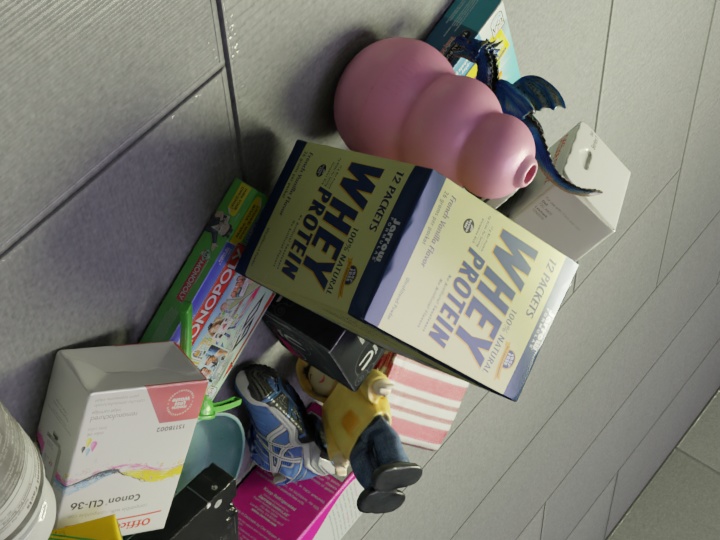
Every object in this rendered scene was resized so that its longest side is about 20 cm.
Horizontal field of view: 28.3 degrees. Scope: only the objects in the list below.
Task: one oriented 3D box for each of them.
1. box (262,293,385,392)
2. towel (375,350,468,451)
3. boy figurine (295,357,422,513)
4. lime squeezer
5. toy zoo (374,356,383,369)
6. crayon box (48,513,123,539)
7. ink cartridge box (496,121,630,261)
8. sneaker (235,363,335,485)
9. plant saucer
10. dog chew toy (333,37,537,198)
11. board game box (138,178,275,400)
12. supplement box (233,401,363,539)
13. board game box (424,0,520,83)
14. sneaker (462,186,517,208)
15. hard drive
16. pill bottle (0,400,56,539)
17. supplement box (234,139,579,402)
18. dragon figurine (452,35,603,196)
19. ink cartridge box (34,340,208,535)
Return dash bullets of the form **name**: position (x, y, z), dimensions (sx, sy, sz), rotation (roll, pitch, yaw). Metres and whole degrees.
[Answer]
- **box**: position (0.000, 0.000, 1.435), dimensions (0.200, 0.106, 0.122), rotation (-54, 155, -13)
- **towel**: position (0.075, 0.098, 1.574), dimensions (0.146, 0.030, 0.200), rotation (23, 90, -48)
- **boy figurine**: position (-0.004, 0.150, 1.476), dimensions (0.064, 0.200, 0.124), rotation (5, 131, -37)
- **lime squeezer**: position (-0.151, 0.105, 1.298), dimensions (0.200, 0.038, 0.071), rotation (72, 22, -59)
- **toy zoo**: position (0.035, 0.068, 1.600), dimensions (0.200, 0.020, 0.131), rotation (-11, 130, -28)
- **crayon box**: position (-0.281, 0.305, 1.207), dimensions (0.172, 0.058, 0.200), rotation (-13, 138, -20)
- **ink cartridge box**: position (0.180, -0.044, 1.499), dimensions (0.200, 0.084, 0.146), rotation (-41, -169, 33)
- **sneaker**: position (-0.088, 0.171, 1.498), dimensions (0.077, 0.076, 0.200), rotation (-25, 137, 6)
- **plant saucer**: position (-0.192, 0.218, 1.402), dimensions (0.200, 0.036, 0.200), rotation (-43, 150, -32)
- **dog chew toy**: position (0.073, -0.132, 1.310), dimensions (0.125, 0.200, 0.125), rotation (-43, 151, -31)
- **board game box**: position (-0.127, 0.023, 1.313), dimensions (0.200, 0.029, 0.135), rotation (-59, 157, 1)
- **supplement box**: position (-0.070, 0.265, 1.610), dimensions (0.200, 0.103, 0.101), rotation (-46, 152, -25)
- **board game box**: position (0.105, -0.181, 1.504), dimensions (0.151, 0.047, 0.200), rotation (-54, 155, -12)
- **sneaker**: position (0.131, -0.115, 1.485), dimensions (0.078, 0.079, 0.200), rotation (-43, -178, 7)
- **hard drive**: position (-0.198, 0.295, 1.390), dimensions (0.200, 0.038, 0.140), rotation (-43, 151, -33)
- **pill bottle**: position (-0.294, 0.141, 1.022), dimensions (0.114, 0.114, 0.200), rotation (-50, 155, -21)
- **supplement box**: position (0.039, -0.002, 1.245), dimensions (0.200, 0.200, 0.134), rotation (29, 84, -37)
- **dragon figurine**: position (0.152, -0.150, 1.351), dimensions (0.059, 0.200, 0.100), rotation (-12, 131, -45)
- **ink cartridge box**: position (-0.216, 0.164, 1.218), dimensions (0.116, 0.067, 0.200), rotation (-4, 123, -39)
